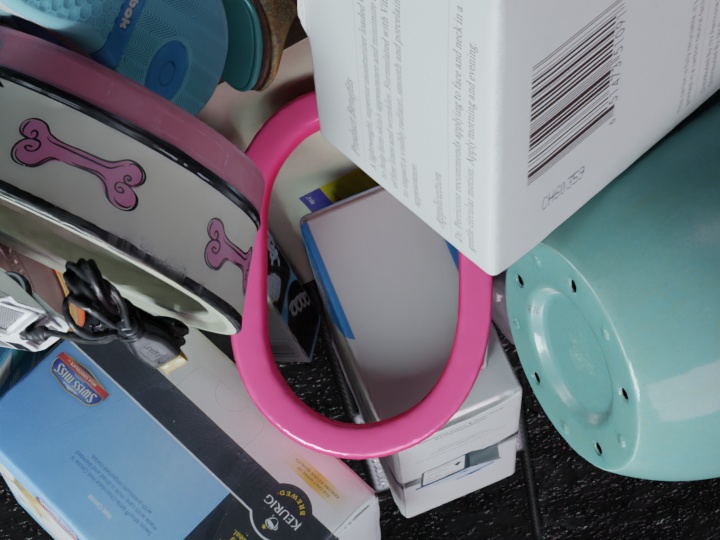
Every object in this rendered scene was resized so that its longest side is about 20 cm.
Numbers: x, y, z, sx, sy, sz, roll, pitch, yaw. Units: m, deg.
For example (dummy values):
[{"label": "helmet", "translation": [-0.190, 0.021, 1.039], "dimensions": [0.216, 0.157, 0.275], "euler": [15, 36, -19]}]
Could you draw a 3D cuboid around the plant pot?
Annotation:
[{"label": "plant pot", "translation": [0.172, 0.015, 0.938], "dimensions": [0.160, 0.201, 0.201], "euler": [-21, 148, -20]}]

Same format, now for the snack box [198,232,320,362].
[{"label": "snack box", "translation": [-0.108, -0.008, 1.062], "dimensions": [0.115, 0.037, 0.200], "euler": [1, 150, 19]}]

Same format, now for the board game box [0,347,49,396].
[{"label": "board game box", "translation": [-0.244, 0.095, 1.046], "dimensions": [0.047, 0.201, 0.151], "euler": [27, 142, 3]}]

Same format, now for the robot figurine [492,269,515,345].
[{"label": "robot figurine", "translation": [0.124, -0.038, 1.084], "dimensions": [0.170, 0.113, 0.200], "euler": [-56, 141, -4]}]

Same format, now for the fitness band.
[{"label": "fitness band", "translation": [0.000, 0.000, 0.977], "dimensions": [0.142, 0.202, 0.037], "euler": [0, 175, 0]}]

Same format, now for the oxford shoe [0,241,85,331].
[{"label": "oxford shoe", "translation": [-0.217, -0.028, 0.957], "dimensions": [0.073, 0.071, 0.201], "euler": [-45, 127, -17]}]

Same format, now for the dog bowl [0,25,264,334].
[{"label": "dog bowl", "translation": [-0.132, -0.045, 0.849], "dimensions": [0.199, 0.074, 0.200], "euler": [24, 170, 4]}]

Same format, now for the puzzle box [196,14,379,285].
[{"label": "puzzle box", "translation": [-0.035, -0.066, 1.058], "dimensions": [0.132, 0.026, 0.200], "euler": [-26, 144, 13]}]

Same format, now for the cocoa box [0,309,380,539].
[{"label": "cocoa box", "translation": [-0.101, 0.131, 1.042], "dimensions": [0.131, 0.200, 0.134], "euler": [-43, 159, -17]}]

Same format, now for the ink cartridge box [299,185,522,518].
[{"label": "ink cartridge box", "translation": [0.032, 0.051, 1.100], "dimensions": [0.085, 0.147, 0.200], "euler": [-22, 161, -3]}]

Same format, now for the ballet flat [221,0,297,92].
[{"label": "ballet flat", "translation": [-0.060, -0.164, 0.886], "dimensions": [0.070, 0.071, 0.201], "euler": [-17, 147, 1]}]

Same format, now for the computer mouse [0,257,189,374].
[{"label": "computer mouse", "translation": [-0.180, 0.011, 0.879], "dimensions": [0.198, 0.044, 0.110], "euler": [7, 169, 25]}]

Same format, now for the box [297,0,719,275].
[{"label": "box", "translation": [0.084, -0.143, 0.842], "dimensions": [0.200, 0.131, 0.200], "euler": [-39, 152, -21]}]

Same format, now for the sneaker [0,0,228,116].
[{"label": "sneaker", "translation": [-0.151, -0.141, 0.842], "dimensions": [0.080, 0.130, 0.200], "euler": [-62, 149, -9]}]
